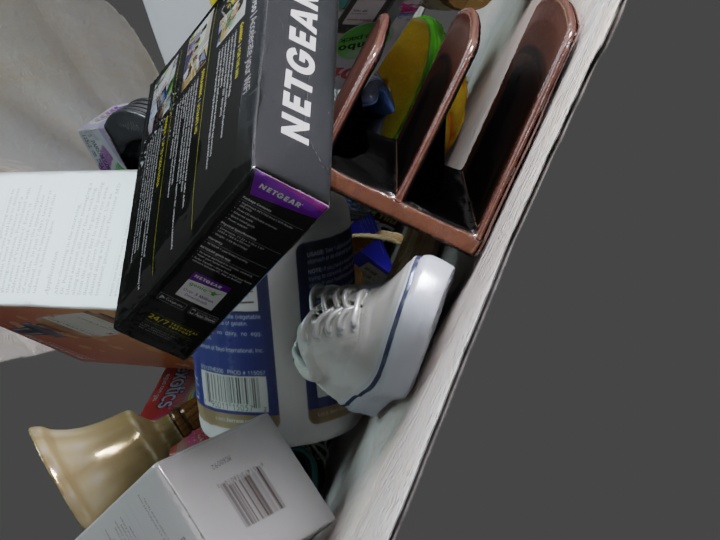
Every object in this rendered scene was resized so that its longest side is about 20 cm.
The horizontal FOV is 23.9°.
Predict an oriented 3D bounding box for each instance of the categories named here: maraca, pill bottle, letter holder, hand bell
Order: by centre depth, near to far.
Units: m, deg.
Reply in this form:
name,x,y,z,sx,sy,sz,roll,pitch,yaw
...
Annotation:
name,x,y,z,sx,sy,sz,roll,pitch,yaw
letter holder,0.048,-0.110,0.977,0.200,0.100,0.142,-86,21,-77
pill bottle,-0.059,0.006,1.106,0.111,0.111,0.201,-85,-9,-77
hand bell,-0.119,0.103,1.193,0.200,0.104,0.104,-31,-1,-9
maraca,0.027,-0.118,1.260,0.137,0.107,0.200,-62,17,20

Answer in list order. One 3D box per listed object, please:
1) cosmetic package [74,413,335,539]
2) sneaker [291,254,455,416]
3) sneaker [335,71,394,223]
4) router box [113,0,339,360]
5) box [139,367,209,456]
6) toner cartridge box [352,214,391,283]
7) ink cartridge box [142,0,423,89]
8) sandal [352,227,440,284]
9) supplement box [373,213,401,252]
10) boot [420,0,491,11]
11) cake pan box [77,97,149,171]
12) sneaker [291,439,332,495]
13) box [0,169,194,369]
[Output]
name,x,y,z,sx,sy,sz,roll,pitch,yaw
cosmetic package,-0.122,0.185,1.060,0.200,0.085,0.108,-42,-13,37
sneaker,0.000,0.037,0.972,0.200,0.071,0.073,122,170,-66
sneaker,-0.016,-0.128,1.185,0.077,0.085,0.201,-6,-98,-55
router box,-0.072,-0.072,0.944,0.149,0.051,0.200,-45,31,39
box,-0.105,0.130,1.331,0.200,0.094,0.103,-67,-34,-60
toner cartridge box,-0.041,-0.079,1.304,0.043,0.095,0.200,-31,55,15
ink cartridge box,-0.039,-0.229,1.058,0.200,0.146,0.146,-53,49,48
sandal,0.002,-0.005,1.175,0.212,0.069,0.078,134,159,-79
supplement box,-0.002,-0.091,1.428,0.061,0.109,0.200,-87,20,-79
boot,0.034,-0.272,1.145,0.155,0.073,0.201,9,100,58
cake pan box,-0.130,-0.053,1.382,0.052,0.200,0.184,-39,23,-30
sneaker,-0.049,0.132,1.179,0.080,0.071,0.200,-37,17,39
box,-0.174,0.002,1.258,0.200,0.152,0.107,1,72,37
